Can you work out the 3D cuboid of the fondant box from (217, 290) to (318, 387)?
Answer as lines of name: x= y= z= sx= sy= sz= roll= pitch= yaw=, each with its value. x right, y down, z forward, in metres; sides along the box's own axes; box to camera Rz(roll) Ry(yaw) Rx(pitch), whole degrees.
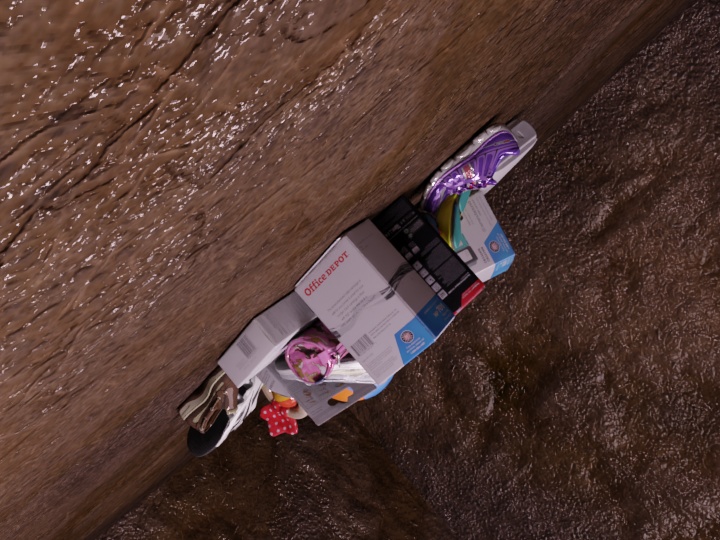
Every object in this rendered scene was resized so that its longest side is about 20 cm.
fondant box: x=-0.125 y=0.091 z=1.168 sx=0.200 sy=0.058 sz=0.144 roll=-35 pitch=172 yaw=-49

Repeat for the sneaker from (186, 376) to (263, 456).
sneaker: x=-0.245 y=0.270 z=1.345 sx=0.201 sy=0.074 sz=0.088 roll=-52 pitch=154 yaw=5

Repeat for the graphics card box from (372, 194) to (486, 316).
graphics card box: x=0.087 y=-0.005 z=1.142 sx=0.125 sy=0.200 sz=0.051 roll=-41 pitch=174 yaw=-9

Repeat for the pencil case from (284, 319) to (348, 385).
pencil case: x=-0.040 y=0.110 z=1.172 sx=0.200 sy=0.086 sz=0.083 roll=-37 pitch=158 yaw=-58

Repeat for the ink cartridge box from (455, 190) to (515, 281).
ink cartridge box: x=0.182 y=-0.034 z=1.431 sx=0.199 sy=0.148 sz=0.146 roll=-27 pitch=168 yaw=0

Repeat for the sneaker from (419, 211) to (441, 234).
sneaker: x=0.092 y=-0.017 z=1.212 sx=0.094 sy=0.202 sz=0.080 roll=0 pitch=148 yaw=-10

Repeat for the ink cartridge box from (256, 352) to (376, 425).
ink cartridge box: x=-0.093 y=0.188 z=1.313 sx=0.162 sy=0.200 sz=0.057 roll=-24 pitch=154 yaw=-42

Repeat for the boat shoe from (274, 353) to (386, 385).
boat shoe: x=-0.046 y=0.170 z=1.221 sx=0.200 sy=0.065 sz=0.074 roll=-3 pitch=-158 yaw=-16

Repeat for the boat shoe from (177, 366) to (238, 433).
boat shoe: x=-0.238 y=0.216 z=1.260 sx=0.202 sy=0.075 sz=0.075 roll=-44 pitch=174 yaw=30

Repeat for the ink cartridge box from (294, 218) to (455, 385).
ink cartridge box: x=0.019 y=0.048 z=1.075 sx=0.146 sy=0.200 sz=0.086 roll=-44 pitch=175 yaw=38

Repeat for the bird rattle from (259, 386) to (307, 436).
bird rattle: x=-0.162 y=0.246 z=1.421 sx=0.112 sy=0.202 sz=0.162 roll=-30 pitch=-163 yaw=-38

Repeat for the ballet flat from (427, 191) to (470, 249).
ballet flat: x=0.156 y=-0.108 z=1.287 sx=0.066 sy=0.067 sz=0.201 roll=-1 pitch=-136 yaw=20

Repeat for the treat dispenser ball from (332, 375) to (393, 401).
treat dispenser ball: x=-0.019 y=0.170 z=1.481 sx=0.201 sy=0.201 sz=0.201 roll=-41 pitch=175 yaw=-4

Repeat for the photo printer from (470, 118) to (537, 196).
photo printer: x=0.253 y=-0.205 z=1.455 sx=0.166 sy=0.070 sz=0.200 roll=-38 pitch=174 yaw=-31

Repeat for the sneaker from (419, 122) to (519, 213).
sneaker: x=0.185 y=-0.162 z=1.213 sx=0.200 sy=0.084 sz=0.081 roll=-40 pitch=175 yaw=15
